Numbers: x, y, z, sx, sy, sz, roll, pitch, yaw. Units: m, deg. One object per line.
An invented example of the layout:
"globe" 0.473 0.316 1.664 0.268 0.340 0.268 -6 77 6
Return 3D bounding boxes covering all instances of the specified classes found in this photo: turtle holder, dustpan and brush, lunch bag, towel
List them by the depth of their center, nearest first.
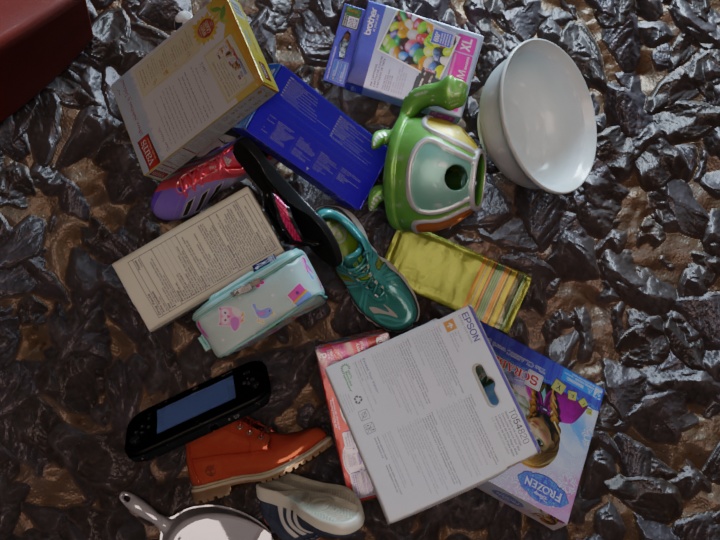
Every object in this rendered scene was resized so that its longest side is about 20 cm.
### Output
"lunch bag" -0.124 0.042 1.009 0.159 0.200 0.078 -29 87 -2
"turtle holder" 0.095 -0.140 1.053 0.131 0.141 0.187 7 71 21
"dustpan and brush" -0.233 0.351 1.071 0.199 0.057 0.140 36 75 -7
"towel" 0.129 0.009 1.114 0.199 0.018 0.087 23 86 -1

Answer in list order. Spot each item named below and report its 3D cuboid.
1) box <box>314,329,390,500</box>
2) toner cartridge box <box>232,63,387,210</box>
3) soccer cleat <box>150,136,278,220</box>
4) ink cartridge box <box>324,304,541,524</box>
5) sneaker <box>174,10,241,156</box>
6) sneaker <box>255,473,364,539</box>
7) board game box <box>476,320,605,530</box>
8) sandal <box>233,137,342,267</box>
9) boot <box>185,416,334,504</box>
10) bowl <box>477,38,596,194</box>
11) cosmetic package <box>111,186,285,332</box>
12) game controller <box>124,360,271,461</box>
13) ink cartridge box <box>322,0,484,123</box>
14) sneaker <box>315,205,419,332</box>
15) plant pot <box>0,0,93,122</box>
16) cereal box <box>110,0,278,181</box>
"box" 0.008 0.185 1.062 0.099 0.095 0.202 -13 89 -5
"toner cartridge box" -0.059 -0.168 1.048 0.199 0.043 0.096 33 81 -34
"soccer cleat" -0.190 -0.131 1.074 0.199 0.076 0.067 -27 88 -5
"ink cartridge box" 0.084 0.170 0.978 0.198 0.041 0.201 -23 75 -4
"sneaker" -0.226 -0.237 1.074 0.129 0.079 0.200 -35 78 9
"sneaker" -0.058 0.315 1.020 0.074 0.199 0.085 -15 99 -33
"board game box" 0.200 0.196 1.056 0.199 0.041 0.200 28 59 -2
"sandal" -0.100 -0.076 1.025 0.045 0.075 0.200 -44 98 -24
"boot" -0.137 0.223 1.061 0.198 0.075 0.108 -17 82 4
"bowl" 0.217 -0.192 1.071 0.200 0.090 0.203 7 79 -40
"cosmetic package" -0.205 -0.014 1.063 0.199 0.087 0.104 -29 91 -5
"game controller" -0.208 0.178 1.050 0.199 0.104 0.042 -24 122 -4
"ink cartridge box" 0.058 -0.288 1.113 0.198 0.042 0.120 16 87 -1
"sneaker" 0.000 0.000 1.072 0.077 0.080 0.200 -40 86 4
"plant pot" -0.450 -0.334 1.022 0.175 0.200 0.201 -32 90 -16
"cereal box" -0.208 -0.223 1.002 0.199 0.039 0.145 -32 70 21
